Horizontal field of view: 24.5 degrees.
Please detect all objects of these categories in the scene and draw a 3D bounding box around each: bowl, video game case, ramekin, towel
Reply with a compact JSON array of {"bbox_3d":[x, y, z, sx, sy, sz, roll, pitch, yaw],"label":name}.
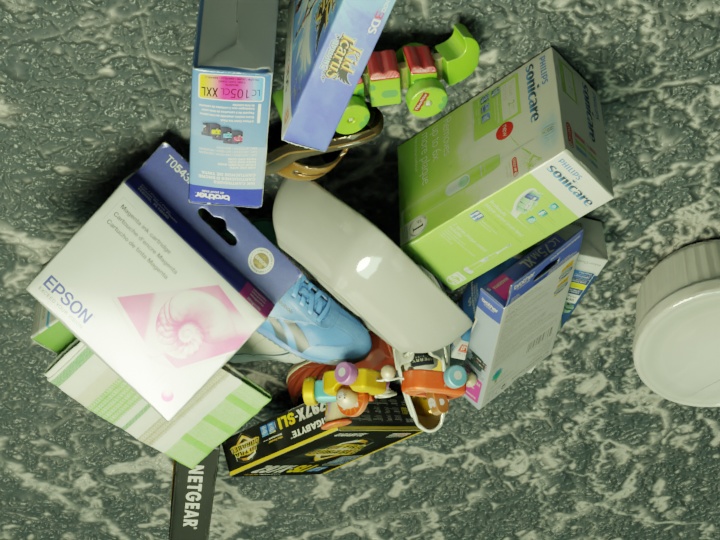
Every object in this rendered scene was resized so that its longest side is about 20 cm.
[{"bbox_3d":[0.000,0.000,1.667,0.075,0.199,0.200,-48,131,-4],"label":"bowl"},{"bbox_3d":[-0.016,-0.236,1.422,0.045,0.182,0.201,13,136,-15],"label":"video game case"},{"bbox_3d":[0.392,0.053,1.815,0.200,0.095,0.203,-1,137,0],"label":"ramekin"},{"bbox_3d":[-0.212,0.118,1.741,0.199,0.031,0.149,36,123,-24],"label":"towel"}]

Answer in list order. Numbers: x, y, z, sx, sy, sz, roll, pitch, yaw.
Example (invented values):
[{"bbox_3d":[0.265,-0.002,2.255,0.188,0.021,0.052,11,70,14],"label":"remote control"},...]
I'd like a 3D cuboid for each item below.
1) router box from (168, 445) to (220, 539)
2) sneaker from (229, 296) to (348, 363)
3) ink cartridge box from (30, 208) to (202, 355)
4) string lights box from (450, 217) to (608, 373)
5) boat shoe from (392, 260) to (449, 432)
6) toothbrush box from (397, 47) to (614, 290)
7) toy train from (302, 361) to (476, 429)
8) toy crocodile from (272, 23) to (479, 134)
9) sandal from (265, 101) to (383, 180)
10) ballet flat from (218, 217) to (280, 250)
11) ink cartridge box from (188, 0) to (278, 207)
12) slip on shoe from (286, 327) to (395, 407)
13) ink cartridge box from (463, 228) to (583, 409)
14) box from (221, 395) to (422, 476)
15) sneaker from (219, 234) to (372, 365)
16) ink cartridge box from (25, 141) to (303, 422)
[{"bbox_3d":[-0.191,0.203,1.928,0.051,0.150,0.201,4,137,-6],"label":"router box"},{"bbox_3d":[-0.102,0.059,1.800,0.199,0.074,0.071,-14,138,40],"label":"sneaker"},{"bbox_3d":[-0.256,0.002,1.738,0.199,0.104,0.059,-31,130,30],"label":"ink cartridge box"},{"bbox_3d":[0.178,0.022,1.801,0.102,0.059,0.201,11,136,-16],"label":"string lights box"},{"bbox_3d":[0.066,0.085,1.817,0.070,0.070,0.202,-5,114,-1],"label":"boat shoe"},{"bbox_3d":[0.136,-0.096,1.607,0.199,0.146,0.086,-29,130,29],"label":"toothbrush box"},{"bbox_3d":[0.024,0.135,1.730,0.149,0.056,0.200,8,166,-25],"label":"toy train"},{"bbox_3d":[0.016,-0.179,1.554,0.198,0.068,0.062,-13,142,-5],"label":"toy crocodile"},{"bbox_3d":[-0.059,-0.113,1.628,0.199,0.082,0.055,-20,121,24],"label":"sandal"},{"bbox_3d":[-0.165,0.011,1.775,0.199,0.071,0.067,-23,132,22],"label":"ballet flat"},{"bbox_3d":[-0.119,-0.154,1.544,0.076,0.137,0.201,4,137,-2],"label":"ink cartridge box"},{"bbox_3d":[0.002,0.112,1.896,0.199,0.062,0.074,-25,130,21],"label":"slip on shoe"},{"bbox_3d":[0.164,0.044,1.703,0.119,0.042,0.201,-35,153,-31],"label":"ink cartridge box"},{"bbox_3d":[-0.042,0.192,1.926,0.159,0.050,0.199,-24,163,27],"label":"box"},{"bbox_3d":[-0.074,0.029,1.691,0.199,0.066,0.079,27,131,0],"label":"sneaker"},{"bbox_3d":[-0.192,0.011,1.638,0.196,0.043,0.200,43,93,-6],"label":"ink cartridge box"}]
